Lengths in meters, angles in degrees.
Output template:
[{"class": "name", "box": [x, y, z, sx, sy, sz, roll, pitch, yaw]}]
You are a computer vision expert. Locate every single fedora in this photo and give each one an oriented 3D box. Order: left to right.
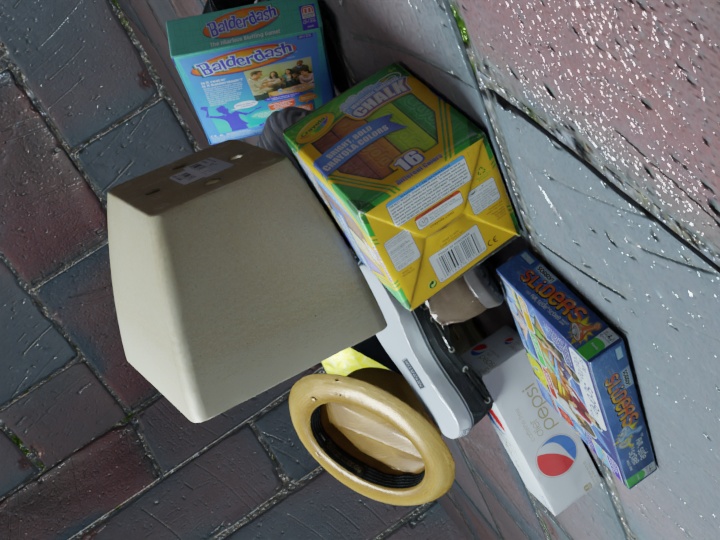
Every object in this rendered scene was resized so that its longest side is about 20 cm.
[{"class": "fedora", "box": [0.022, 0.165, 1.272, 0.200, 0.082, 0.201, 20, 137, 20]}]

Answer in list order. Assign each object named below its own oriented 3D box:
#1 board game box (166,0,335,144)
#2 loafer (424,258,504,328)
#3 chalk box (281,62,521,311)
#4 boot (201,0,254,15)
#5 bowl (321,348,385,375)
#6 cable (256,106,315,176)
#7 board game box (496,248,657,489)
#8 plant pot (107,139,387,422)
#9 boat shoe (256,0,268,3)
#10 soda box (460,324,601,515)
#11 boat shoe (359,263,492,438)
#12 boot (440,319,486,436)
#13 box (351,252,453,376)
[{"class": "board game box", "box": [-0.106, -0.207, 1.234, 0.200, 0.152, 0.045, 80, 179, -71]}, {"class": "loafer", "box": [0.085, 0.003, 1.098, 0.073, 0.071, 0.200, 57, -171, -4]}, {"class": "chalk box", "box": [0.024, -0.086, 1.022, 0.200, 0.124, 0.124, 47, 168, 47]}, {"class": "boot", "box": [-0.142, -0.272, 1.272, 0.200, 0.065, 0.165, -166, 84, -77]}, {"class": "bowl", "box": [0.037, 0.065, 1.558, 0.108, 0.200, 0.200, -11, 121, 34]}, {"class": "cable", "box": [-0.020, -0.091, 1.204, 0.200, 0.069, 0.200, 48, -160, 29]}, {"class": "board game box", "box": [0.190, 0.088, 1.026, 0.135, 0.034, 0.200, 50, 170, 43]}, {"class": "plant pot", "box": [-0.126, -0.009, 1.078, 0.200, 0.200, 0.177, 25, 137, 59]}, {"class": "boat shoe", "box": [-0.089, -0.256, 1.286, 0.060, 0.076, 0.200, 19, 162, -3]}, {"class": "soda box", "box": [0.182, 0.161, 1.258, 0.200, 0.068, 0.064, 61, 171, -24]}, {"class": "boat shoe", "box": [0.064, 0.072, 1.188, 0.200, 0.057, 0.069, 60, 154, -3]}, {"class": "boot", "box": [0.063, 0.095, 1.373, 0.200, 0.155, 0.072, 52, 147, 7]}, {"class": "box", "box": [0.000, 0.000, 1.315, 0.148, 0.107, 0.200, 31, -163, -33]}]
